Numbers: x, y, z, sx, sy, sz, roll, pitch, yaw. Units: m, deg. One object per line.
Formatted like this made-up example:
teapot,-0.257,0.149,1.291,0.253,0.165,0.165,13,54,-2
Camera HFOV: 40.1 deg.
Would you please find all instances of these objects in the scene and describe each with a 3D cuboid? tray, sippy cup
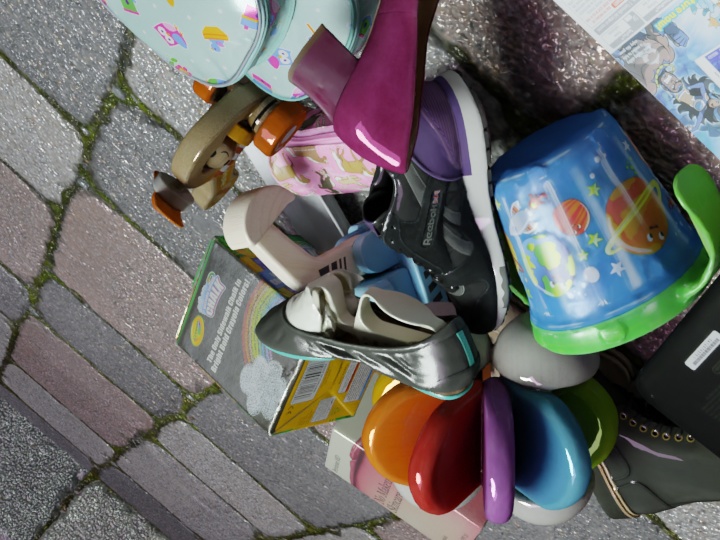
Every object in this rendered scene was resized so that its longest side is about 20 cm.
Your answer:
tray,-0.055,-0.076,0.943,0.107,0.022,0.201,24,151,52
sippy cup,0.155,-0.033,0.682,0.177,0.140,0.131,-26,105,22

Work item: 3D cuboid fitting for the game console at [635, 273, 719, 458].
game console,0.310,0.057,0.658,0.176,0.116,0.201,39,152,16

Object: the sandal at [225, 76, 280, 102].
sandal,-0.143,-0.215,0.815,0.212,0.077,0.070,51,-167,-27

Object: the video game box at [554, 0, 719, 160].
video game box,0.206,-0.163,0.514,0.182,0.047,0.200,44,151,-5

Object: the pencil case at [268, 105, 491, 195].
pencil case,0.008,-0.101,0.790,0.199,0.083,0.087,2,132,48

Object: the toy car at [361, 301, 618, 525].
toy car,0.097,0.128,0.764,0.198,0.150,0.176,4,113,14

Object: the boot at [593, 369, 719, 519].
boot,0.244,0.120,0.835,0.138,0.078,0.201,-16,118,38

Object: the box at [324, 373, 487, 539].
box,0.071,0.220,1.145,0.199,0.109,0.128,31,151,12

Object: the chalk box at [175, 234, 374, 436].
chalk box,-0.086,0.044,0.956,0.200,0.123,0.125,39,116,32

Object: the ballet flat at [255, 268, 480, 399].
ballet flat,0.000,0.036,0.738,0.199,0.068,0.069,11,127,31

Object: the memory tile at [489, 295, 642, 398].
memory tile,0.197,0.102,0.930,0.199,0.017,0.154,29,150,18

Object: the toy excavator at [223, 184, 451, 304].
toy excavator,0.000,0.000,0.832,0.100,0.199,0.196,-6,108,52

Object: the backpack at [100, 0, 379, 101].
backpack,-0.073,-0.213,0.661,0.199,0.154,0.176,34,147,-7

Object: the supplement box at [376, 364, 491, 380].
supplement box,0.033,0.068,1.001,0.199,0.069,0.067,26,149,29

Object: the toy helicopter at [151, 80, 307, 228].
toy helicopter,-0.121,-0.083,0.797,0.079,0.132,0.200,40,165,0

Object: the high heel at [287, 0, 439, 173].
high heel,0.050,-0.157,0.576,0.096,0.200,0.067,42,-163,14

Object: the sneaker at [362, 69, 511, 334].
sneaker,0.045,-0.034,0.681,0.076,0.087,0.201,-123,15,-56
